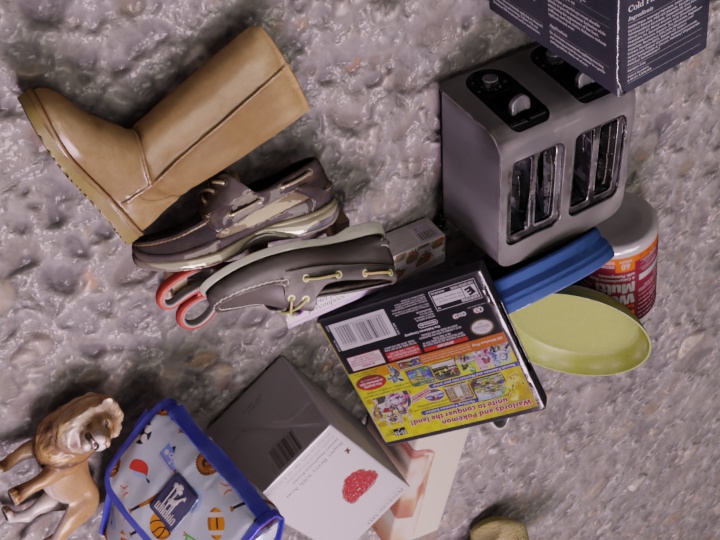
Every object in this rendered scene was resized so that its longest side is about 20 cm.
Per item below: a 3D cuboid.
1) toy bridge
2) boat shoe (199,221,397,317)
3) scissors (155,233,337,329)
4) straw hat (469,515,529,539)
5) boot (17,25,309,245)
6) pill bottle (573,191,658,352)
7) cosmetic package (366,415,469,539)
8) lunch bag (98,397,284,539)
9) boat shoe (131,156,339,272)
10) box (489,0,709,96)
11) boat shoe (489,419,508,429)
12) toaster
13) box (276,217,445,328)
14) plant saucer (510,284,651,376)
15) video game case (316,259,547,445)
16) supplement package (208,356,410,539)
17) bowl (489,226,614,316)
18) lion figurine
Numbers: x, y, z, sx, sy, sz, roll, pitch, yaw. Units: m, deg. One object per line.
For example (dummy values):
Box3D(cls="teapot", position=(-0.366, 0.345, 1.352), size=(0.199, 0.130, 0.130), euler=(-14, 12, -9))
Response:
Box3D(cls="toy bridge", position=(-0.102, -0.005, 0.939), size=(0.197, 0.027, 0.068), euler=(-18, 132, -23))
Box3D(cls="boat shoe", position=(-0.052, 0.008, 0.889), size=(0.198, 0.061, 0.072), euler=(-17, 168, -30))
Box3D(cls="scissors", position=(-0.101, -0.008, 0.906), size=(0.198, 0.014, 0.074), euler=(-31, 136, -11))
Box3D(cls="straw hat", position=(0.217, 0.427, 1.474), size=(0.198, 0.200, 0.087), euler=(-7, 85, -33))
Box3D(cls="boot", position=(-0.155, -0.135, 0.776), size=(0.199, 0.066, 0.176), euler=(-39, 146, -7))
Box3D(cls="pill bottle", position=(0.321, 0.007, 1.207), size=(0.108, 0.110, 0.202), euler=(-29, 135, -14))
Box3D(cls="cosmetic package", position=(0.061, 0.235, 1.197), size=(0.086, 0.103, 0.203), euler=(-10, 127, -31))
Box3D(cls="lunch bag", position=(-0.169, 0.246, 0.945), size=(0.123, 0.170, 0.202), euler=(-27, 152, -44))
Box3D(cls="boat shoe", position=(-0.117, -0.056, 0.869), size=(0.197, 0.074, 0.075), euler=(-19, 107, -20))
Box3D(cls="box", position=(0.197, -0.287, 0.814), size=(0.103, 0.200, 0.184), euler=(-28, 136, -12))
Box3D(cls="boat shoe", position=(0.161, 0.127, 1.212), size=(0.073, 0.067, 0.201), euler=(-35, 137, -9))
Box3D(cls="toaster", position=(0.176, -0.119, 0.993), size=(0.178, 0.119, 0.202), euler=(-23, 134, -19))
Box3D(cls="box", position=(0.000, 0.000, 1.011), size=(0.197, 0.041, 0.039), euler=(-23, 134, -22))
Box3D(cls="plant saucer", position=(0.264, 0.071, 1.189), size=(0.201, 0.197, 0.031), euler=(55, 45, -47))
Box3D(cls="video game case", position=(0.077, 0.095, 1.025), size=(0.197, 0.026, 0.183), euler=(-18, 114, 26))
Box3D(cls="supplement package", position=(-0.054, 0.215, 1.080), size=(0.121, 0.120, 0.200), euler=(-44, 138, 0))
Box3D(cls="bowl", position=(0.186, 0.007, 1.071), size=(0.198, 0.040, 0.201), euler=(-27, 180, 0))
Box3D(cls="lion figurine", position=(-0.292, 0.205, 0.943), size=(0.121, 0.072, 0.202), euler=(-29, 151, -33))
